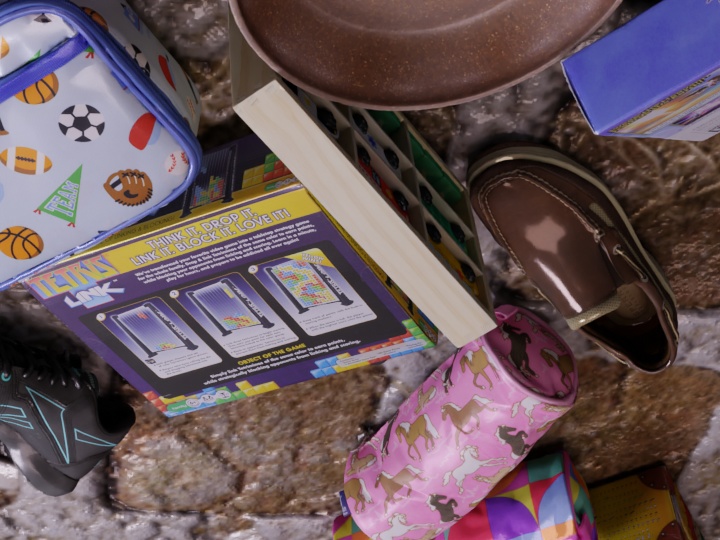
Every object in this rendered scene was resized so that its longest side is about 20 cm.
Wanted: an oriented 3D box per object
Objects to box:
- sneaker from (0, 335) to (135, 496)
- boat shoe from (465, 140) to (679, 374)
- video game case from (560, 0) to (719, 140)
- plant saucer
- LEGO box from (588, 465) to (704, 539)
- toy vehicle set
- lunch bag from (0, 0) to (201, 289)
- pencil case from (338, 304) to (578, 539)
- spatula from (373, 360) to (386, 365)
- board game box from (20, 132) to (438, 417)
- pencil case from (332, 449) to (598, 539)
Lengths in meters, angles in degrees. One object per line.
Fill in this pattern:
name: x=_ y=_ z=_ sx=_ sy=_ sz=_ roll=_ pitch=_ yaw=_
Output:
sneaker: x=-0.220 y=0.070 z=1.034 sx=0.079 sy=0.076 sz=0.200 roll=-30 pitch=140 yaw=5
boat shoe: x=0.140 y=-0.002 z=0.984 sx=0.075 sy=0.075 sz=0.202 roll=-33 pitch=131 yaw=26
video game case: x=0.222 y=-0.131 z=0.802 sx=0.200 sy=0.046 sz=0.181 roll=-30 pitch=170 yaw=26
plant saucer: x=0.035 y=-0.156 z=0.719 sx=0.199 sy=0.037 sz=0.201 roll=-9 pitch=142 yaw=-7
LEGO box: x=0.172 y=0.249 z=1.257 sx=0.199 sy=0.077 sz=0.149 roll=-20 pitch=137 yaw=14
toy vehicle set: x=0.001 y=-0.062 z=0.850 sx=0.026 sy=0.125 sz=0.200 roll=-31 pitch=126 yaw=18
lunch bag: x=-0.196 y=-0.075 z=0.855 sx=0.199 sy=0.076 sz=0.160 roll=-26 pitch=132 yaw=18
pencil case: x=0.065 y=0.108 z=1.088 sx=0.086 sy=0.083 sz=0.200 roll=26 pitch=130 yaw=-19
spatula: x=0.000 y=0.000 z=1.009 sx=0.056 sy=0.021 sz=0.200 roll=-11 pitch=138 yaw=-1
board game box: x=-0.077 y=0.005 z=0.960 sx=0.199 sy=0.057 sz=0.165 roll=-16 pitch=136 yaw=24
pencil case: x=0.076 y=0.199 z=1.186 sx=0.199 sy=0.089 sz=0.088 roll=-21 pitch=136 yaw=12
